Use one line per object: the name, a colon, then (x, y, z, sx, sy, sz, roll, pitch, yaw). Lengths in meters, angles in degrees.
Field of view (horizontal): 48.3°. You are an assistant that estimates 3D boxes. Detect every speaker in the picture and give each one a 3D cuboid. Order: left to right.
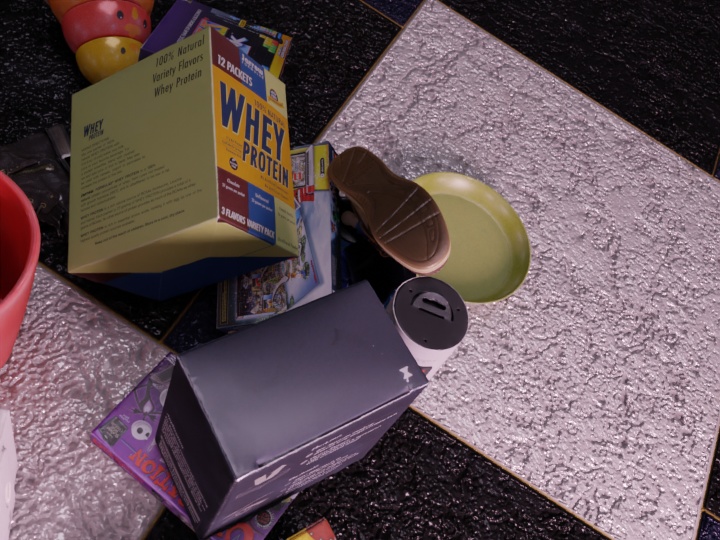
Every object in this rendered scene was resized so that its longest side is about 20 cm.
speaker: (0.042, 0.088, 0.841, 0.080, 0.201, 0.083, 8, 57, -14)

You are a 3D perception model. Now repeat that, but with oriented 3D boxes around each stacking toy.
stacking toy: (-0.309, -0.277, 1.003, 0.144, 0.146, 0.204, -10, 82, -25)

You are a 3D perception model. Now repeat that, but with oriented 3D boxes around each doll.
doll: (0.000, 0.000, 0.902, 0.197, 0.048, 0.139, -18, 77, 12)

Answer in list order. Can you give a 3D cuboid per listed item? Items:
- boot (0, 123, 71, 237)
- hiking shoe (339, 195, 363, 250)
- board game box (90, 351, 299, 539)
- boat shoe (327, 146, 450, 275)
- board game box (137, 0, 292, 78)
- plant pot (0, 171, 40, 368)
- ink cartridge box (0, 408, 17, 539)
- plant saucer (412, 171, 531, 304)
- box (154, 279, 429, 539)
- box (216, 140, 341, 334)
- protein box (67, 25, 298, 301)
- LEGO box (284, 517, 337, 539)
boot: (-0.383, -0.068, 0.874, 0.172, 0.070, 0.202, -19, 64, -23)
hiking shoe: (0.012, 0.001, 0.954, 0.074, 0.087, 0.200, -35, 76, -33)
board game box: (-0.159, 0.189, 0.816, 0.199, 0.032, 0.120, 38, 59, 5)
boat shoe: (0.034, -0.053, 0.842, 0.072, 0.072, 0.200, -37, 48, -8)
board game box: (-0.181, -0.268, 1.026, 0.163, 0.057, 0.201, 19, 34, -10)
plant pot: (-0.396, 0.020, 0.738, 0.196, 0.178, 0.204, 9, 57, -14)
ink cartridge box: (-0.394, 0.198, 0.650, 0.196, 0.148, 0.147, 6, 58, -15)
plant saucer: (0.129, -0.039, 1.055, 0.196, 0.031, 0.203, 9, 58, -14)
box: (-0.071, 0.132, 0.744, 0.194, 0.201, 0.119, -21, 69, -30)
box: (-0.090, -0.036, 0.897, 0.134, 0.038, 0.204, -8, 70, 17)
protein box: (-0.185, -0.101, 0.837, 0.134, 0.196, 0.204, 26, 53, -57)
LEGO box: (-0.084, 0.343, 0.717, 0.198, 0.077, 0.150, -21, 69, -30)
